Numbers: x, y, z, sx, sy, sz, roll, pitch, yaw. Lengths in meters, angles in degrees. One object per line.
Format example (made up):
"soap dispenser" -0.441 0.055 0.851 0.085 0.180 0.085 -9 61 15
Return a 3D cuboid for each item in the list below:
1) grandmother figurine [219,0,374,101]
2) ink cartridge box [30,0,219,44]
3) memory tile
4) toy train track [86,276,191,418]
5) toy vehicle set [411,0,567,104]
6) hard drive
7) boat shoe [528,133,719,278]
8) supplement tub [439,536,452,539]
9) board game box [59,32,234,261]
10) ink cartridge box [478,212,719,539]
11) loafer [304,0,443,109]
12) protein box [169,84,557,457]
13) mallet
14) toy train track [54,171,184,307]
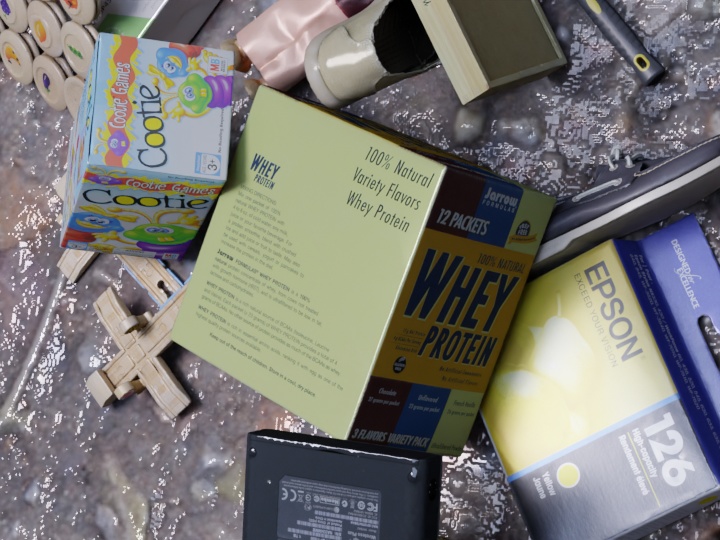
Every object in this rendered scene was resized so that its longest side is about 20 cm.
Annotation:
"grandmother figurine" -0.015 -0.214 1.551 0.199 0.061 0.122 -33 96 14
"ink cartridge box" -0.220 -0.255 1.644 0.200 0.067 0.117 43 101 25
"memory tile" -0.273 -0.210 1.626 0.199 0.017 0.154 33 139 35
"toy train track" -0.155 0.041 1.551 0.200 0.032 0.115 -44 76 27
"toy vehicle set" 0.070 -0.225 1.437 0.026 0.124 0.201 -28 86 35
"hard drive" -0.017 0.215 1.318 0.138 0.033 0.202 6 96 28
"boat shoe" 0.182 -0.059 1.419 0.199 0.072 0.063 -27 74 24
"supplement tub" 0.060 0.264 1.381 0.199 0.144 0.146 15 88 27
"board game box" -0.164 -0.089 1.500 0.102 0.200 0.106 7 73 -12
"ink cartridge box" 0.184 0.086 1.409 0.199 0.047 0.199 -30 68 21
"loafer" 0.043 -0.179 1.452 0.068 0.200 0.076 -4 119 46
"protein box" 0.000 0.000 1.427 0.198 0.134 0.202 26 100 40
"mallet" 0.153 -0.211 1.481 0.066 0.041 0.201 -35 73 17
"toy train track" -0.188 -0.014 1.608 0.200 0.032 0.115 45 101 23
